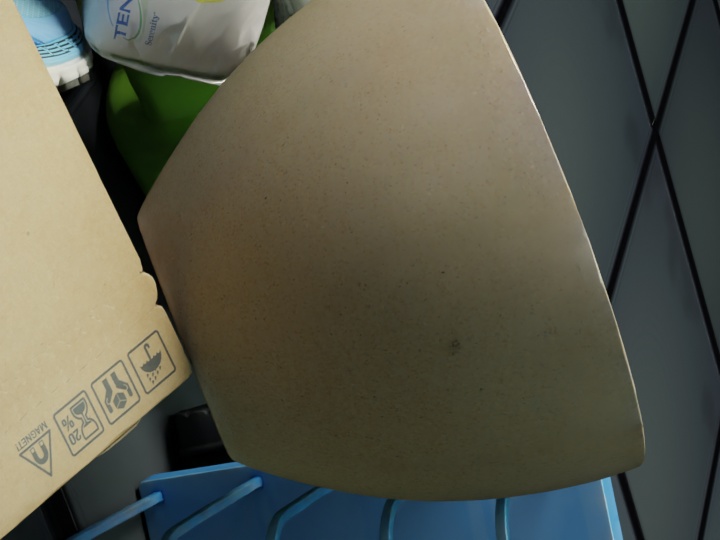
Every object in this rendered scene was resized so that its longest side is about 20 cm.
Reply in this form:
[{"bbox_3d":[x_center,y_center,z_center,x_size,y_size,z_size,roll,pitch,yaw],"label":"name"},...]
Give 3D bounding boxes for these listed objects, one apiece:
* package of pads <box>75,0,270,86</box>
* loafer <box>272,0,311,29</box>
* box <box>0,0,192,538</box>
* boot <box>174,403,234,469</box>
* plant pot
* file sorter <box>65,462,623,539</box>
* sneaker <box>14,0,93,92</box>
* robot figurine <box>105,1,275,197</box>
[{"bbox_3d":[-0.054,-0.182,1.018,0.155,0.068,0.201,-113,-143,-67],"label":"package of pads"},{"bbox_3d":[-0.001,-0.144,1.113,0.200,0.069,0.075,-88,174,-51],"label":"loafer"},{"bbox_3d":[-0.150,0.016,0.834,0.200,0.021,0.164,-41,115,-39],"label":"box"},{"bbox_3d":[0.023,0.123,1.168,0.076,0.199,0.169,-18,94,-65],"label":"boot"},{"bbox_3d":[0.000,0.000,0.965,0.200,0.134,0.201,158,-90,-87],"label":"plant pot"},{"bbox_3d":[-0.003,0.147,1.074,0.123,0.199,0.139,-26,105,-68],"label":"file sorter"},{"bbox_3d":[-0.155,-0.093,0.946,0.200,0.078,0.090,-23,99,-72],"label":"sneaker"},{"bbox_3d":[-0.037,-0.049,1.206,0.176,0.115,0.200,-99,166,-45],"label":"robot figurine"}]
